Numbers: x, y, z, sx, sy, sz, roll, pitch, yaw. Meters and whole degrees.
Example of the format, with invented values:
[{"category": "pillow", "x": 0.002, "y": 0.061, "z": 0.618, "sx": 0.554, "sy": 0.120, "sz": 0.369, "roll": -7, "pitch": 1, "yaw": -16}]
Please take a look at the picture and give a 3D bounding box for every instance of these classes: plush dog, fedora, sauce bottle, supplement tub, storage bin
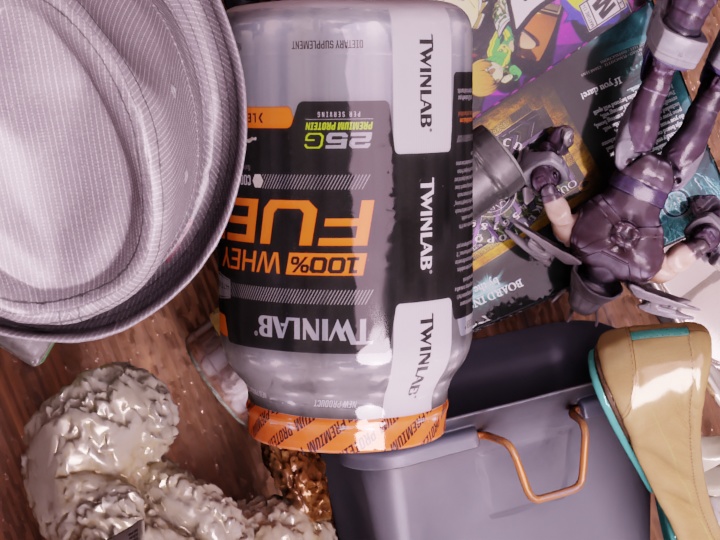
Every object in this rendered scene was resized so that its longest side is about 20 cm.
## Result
[{"category": "plush dog", "x": -0.079, "y": 0.160, "z": 0.742, "sx": 0.171, "sy": 0.160, "sz": 0.202, "roll": 3, "pitch": 112, "yaw": -43}, {"category": "fedora", "x": -0.131, "y": -0.059, "z": 0.609, "sx": 0.175, "sy": 0.090, "sz": 0.202, "roll": -4, "pitch": 104, "yaw": -9}, {"category": "sauce bottle", "x": 0.000, "y": 0.000, "z": 0.803, "sx": 0.199, "sy": 0.065, "sz": 0.065, "roll": -37, "pitch": 102, "yaw": -1}, {"category": "supplement tub", "x": -0.007, "y": -0.023, "z": 0.705, "sx": 0.121, "sy": 0.122, "sz": 0.202, "roll": -4, "pitch": 97, "yaw": -21}, {"category": "storage bin", "x": 0.076, "y": 0.120, "z": 0.823, "sx": 0.198, "sy": 0.145, "sz": 0.136, "roll": -13, "pitch": 103, "yaw": -20}]

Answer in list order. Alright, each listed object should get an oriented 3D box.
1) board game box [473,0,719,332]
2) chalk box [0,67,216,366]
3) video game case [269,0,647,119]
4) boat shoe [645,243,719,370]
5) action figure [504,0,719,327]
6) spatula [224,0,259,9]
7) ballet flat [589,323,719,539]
[{"category": "board game box", "x": 0.099, "y": -0.053, "z": 0.856, "sx": 0.198, "sy": 0.028, "sz": 0.136, "roll": -23, "pitch": 95, "yaw": -4}, {"category": "chalk box", "x": -0.150, "y": -0.083, "z": 0.713, "sx": 0.124, "sy": 0.124, "sz": 0.201, "roll": 32, "pitch": 96, "yaw": -16}, {"category": "video game case", "x": 0.034, "y": -0.177, "z": 0.773, "sx": 0.180, "sy": 0.036, "sz": 0.201, "roll": -33, "pitch": 116, "yaw": -7}, {"category": "boat shoe", "x": 0.175, "y": -0.029, "z": 0.907, "sx": 0.066, "sy": 0.057, "sz": 0.201, "roll": -30, "pitch": 95, "yaw": -3}, {"category": "action figure", "x": 0.158, "y": -0.059, "z": 0.815, "sx": 0.129, "sy": 0.069, "sz": 0.201, "roll": 21, "pitch": 105, "yaw": -13}, {"category": "spatula", "x": -0.058, "y": -0.118, "z": 0.831, "sx": 0.056, "sy": 0.021, "sz": 0.202, "roll": -16, "pitch": 91, "yaw": 1}, {"category": "ballet flat", "x": 0.170, "y": 0.103, "z": 0.751, "sx": 0.062, "sy": 0.069, "sz": 0.201, "roll": -18, "pitch": 132, "yaw": 13}]
